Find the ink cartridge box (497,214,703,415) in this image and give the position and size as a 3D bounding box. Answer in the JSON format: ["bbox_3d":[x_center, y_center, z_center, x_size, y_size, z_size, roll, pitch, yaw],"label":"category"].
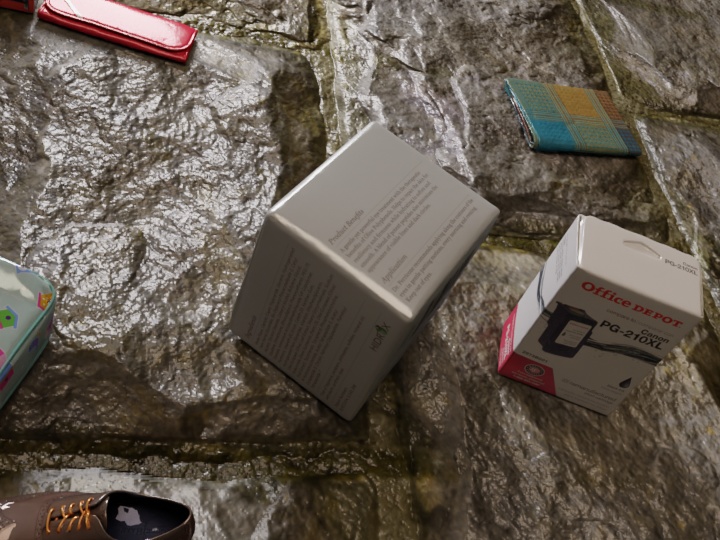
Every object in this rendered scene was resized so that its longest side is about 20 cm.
[{"bbox_3d":[0.259,0.054,0.972,0.144,0.201,0.085,21,46,-4],"label":"ink cartridge box"}]

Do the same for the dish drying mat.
[{"bbox_3d":[-0.323,-0.334,1.187,0.198,0.018,0.077,16,47,-9],"label":"dish drying mat"}]

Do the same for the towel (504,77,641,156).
[{"bbox_3d":[0.327,-0.235,1.371,0.198,0.022,0.147,2,52,-24],"label":"towel"}]

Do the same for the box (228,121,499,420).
[{"bbox_3d":[0.000,0.000,0.913,0.171,0.200,0.199,36,48,8],"label":"box"}]

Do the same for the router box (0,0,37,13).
[{"bbox_3d":[-0.511,-0.438,1.177,0.178,0.049,0.201,7,49,-17],"label":"router box"}]

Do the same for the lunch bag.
[{"bbox_3d":[-0.394,0.047,0.795,0.199,0.077,0.161,23,48,-2],"label":"lunch bag"}]

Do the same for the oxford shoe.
[{"bbox_3d":[-0.235,0.205,0.727,0.198,0.073,0.072,4,51,-19],"label":"oxford shoe"}]
